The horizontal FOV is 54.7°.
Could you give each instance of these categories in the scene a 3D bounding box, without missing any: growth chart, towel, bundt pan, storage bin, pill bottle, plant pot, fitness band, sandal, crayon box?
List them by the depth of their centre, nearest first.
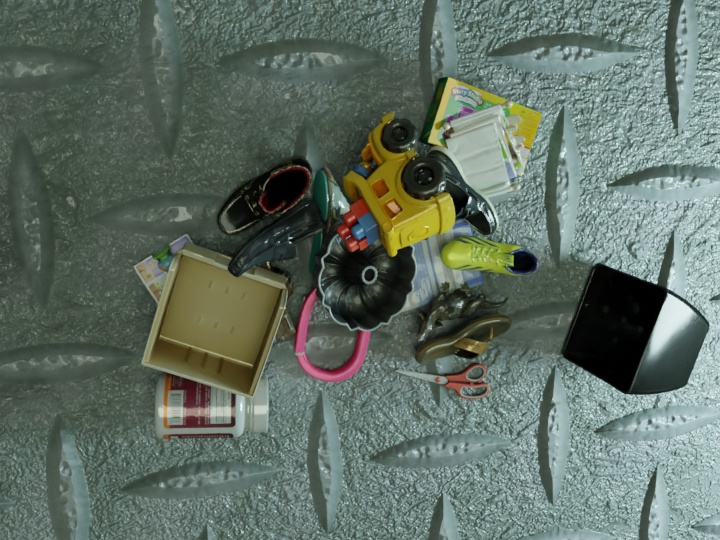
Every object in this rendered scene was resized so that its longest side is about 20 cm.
[{"bbox_3d":[-0.243,0.084,1.185,0.196,0.094,0.202,19,110,-10],"label":"storage bin"},{"bbox_3d":[0.000,0.000,1.236,0.198,0.075,0.207,-7,105,-26],"label":"bundt pan"},{"bbox_3d":[0.224,-0.204,1.238,0.141,0.018,0.202,-9,133,13],"label":"growth chart"},{"bbox_3d":[-0.266,0.244,1.259,0.195,0.114,0.117,2,101,-10],"label":"pill bottle"},{"bbox_3d":[0.220,-0.262,1.274,0.196,0.058,0.121,17,97,-12],"label":"crayon box"},{"bbox_3d":[-0.050,0.111,1.311,0.140,0.037,0.205,9,100,-12],"label":"fitness band"},{"bbox_3d":[0.131,-0.011,1.326,0.196,0.024,0.150,-17,104,-6],"label":"towel"},{"bbox_3d":[0.201,0.145,1.336,0.196,0.081,0.055,-22,60,-1],"label":"sandal"},{"bbox_3d":[0.547,0.124,1.346,0.174,0.200,0.204,15,98,-23],"label":"plant pot"}]

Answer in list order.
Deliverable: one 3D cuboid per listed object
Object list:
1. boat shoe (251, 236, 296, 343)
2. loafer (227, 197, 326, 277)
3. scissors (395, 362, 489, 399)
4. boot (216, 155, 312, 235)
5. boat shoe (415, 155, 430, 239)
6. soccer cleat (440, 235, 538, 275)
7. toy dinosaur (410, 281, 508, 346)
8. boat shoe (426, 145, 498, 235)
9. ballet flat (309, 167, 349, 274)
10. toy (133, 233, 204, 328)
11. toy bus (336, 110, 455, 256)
[{"bbox_3d":[-0.158,0.031,1.265,0.071,0.072,0.205,-11,112,-12],"label":"boat shoe"},{"bbox_3d":[-0.136,-0.046,1.167,0.200,0.068,0.071,-40,92,-31],"label":"loafer"},{"bbox_3d":[0.164,0.224,1.382,0.195,0.014,0.075,-2,103,-11],"label":"scissors"},{"bbox_3d":[-0.163,-0.123,1.186,0.198,0.151,0.074,-32,105,-2],"label":"boot"},{"bbox_3d":[0.103,-0.160,1.268,0.075,0.071,0.204,-26,101,-18],"label":"boat shoe"},{"bbox_3d":[0.243,-0.026,1.295,0.196,0.083,0.066,5,97,-24],"label":"soccer cleat"},{"bbox_3d":[0.183,0.065,1.325,0.196,0.103,0.078,-20,73,-17],"label":"toy dinosaur"},{"bbox_3d":[0.176,-0.127,1.252,0.200,0.074,0.067,52,56,-25],"label":"boat shoe"},{"bbox_3d":[-0.053,-0.085,1.263,0.070,0.069,0.205,-3,106,-27],"label":"ballet flat"},{"bbox_3d":[-0.307,0.052,1.248,0.114,0.047,0.203,-30,104,-1],"label":"toy"},{"bbox_3d":[0.036,-0.126,1.140,0.189,0.136,0.202,-29,69,-3],"label":"toy bus"}]
